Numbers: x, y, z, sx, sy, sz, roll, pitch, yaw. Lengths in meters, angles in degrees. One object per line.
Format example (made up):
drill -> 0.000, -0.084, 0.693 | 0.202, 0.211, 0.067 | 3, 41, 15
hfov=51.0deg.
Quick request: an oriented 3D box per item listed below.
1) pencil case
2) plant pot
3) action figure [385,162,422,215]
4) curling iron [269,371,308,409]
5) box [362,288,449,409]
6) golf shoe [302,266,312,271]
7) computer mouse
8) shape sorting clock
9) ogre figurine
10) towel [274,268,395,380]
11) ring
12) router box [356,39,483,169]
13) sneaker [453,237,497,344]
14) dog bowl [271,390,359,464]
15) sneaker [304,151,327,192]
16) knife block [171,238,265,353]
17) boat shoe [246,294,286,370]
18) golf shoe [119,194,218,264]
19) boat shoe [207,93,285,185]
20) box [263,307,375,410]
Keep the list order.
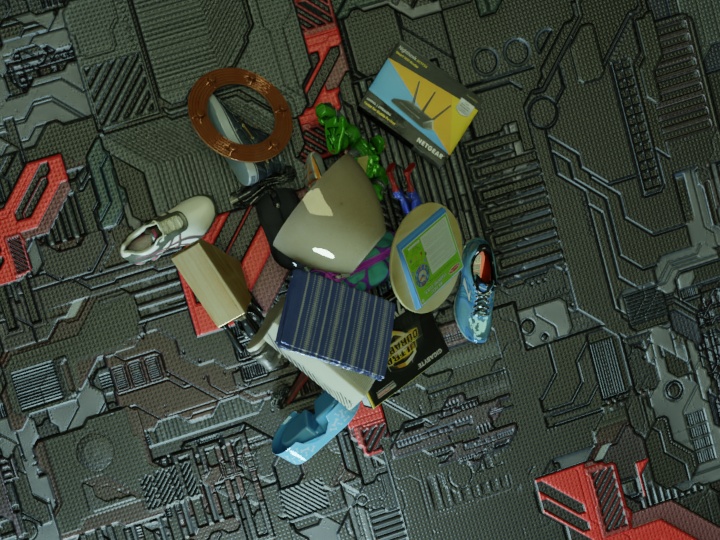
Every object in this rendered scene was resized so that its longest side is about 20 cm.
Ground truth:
pencil case -> 0.000, 0.000, 1.380 | 0.198, 0.092, 0.086 | -29, 85, -35
plant pot -> -0.034, -0.075, 1.272 | 0.134, 0.200, 0.201 | 40, 89, 0
action figure -> 0.111, -0.124, 1.424 | 0.064, 0.099, 0.203 | 7, 132, 32
curling iron -> -0.102, 0.189, 1.434 | 0.201, 0.049, 0.026 | -49, 62, 6
box -> 0.056, 0.133, 1.407 | 0.198, 0.049, 0.162 | -31, 99, -27
golf shoe -> -0.038, 0.041, 1.439 | 0.097, 0.078, 0.201 | -43, 101, -19
computer mouse -> -0.150, -0.096, 1.392 | 0.136, 0.053, 0.203 | -26, 74, -6
shape sorting clock -> 0.122, -0.023, 1.393 | 0.197, 0.039, 0.205 | -6, 99, -42
ogre figurine -> -0.007, -0.215, 1.388 | 0.199, 0.120, 0.099 | 38, 104, 12
towel -> -0.039, 0.091, 1.269 | 0.196, 0.024, 0.148 | 20, 62, -17
ring -> -0.216, -0.289, 1.376 | 0.196, 0.019, 0.205 | 11, 63, -21
router box -> 0.112, -0.314, 1.435 | 0.198, 0.051, 0.151 | 34, 88, -5
sneaker -> 0.222, 0.040, 1.438 | 0.076, 0.090, 0.206 | -2, 92, -5
dog bowl -> -0.080, 0.282, 1.412 | 0.199, 0.112, 0.050 | -42, 109, 7
sneaker -> -0.043, -0.133, 1.426 | 0.076, 0.078, 0.203 | -28, 98, -16
knife block -> -0.244, 0.057, 1.362 | 0.063, 0.200, 0.179 | -27, 65, 13
boat shoe -> -0.145, 0.105, 1.381 | 0.066, 0.201, 0.058 | -24, 110, 33
golf shoe -> -0.351, -0.072, 1.393 | 0.198, 0.088, 0.078 | -33, 93, -4
boat shoe -> -0.222, -0.253, 1.411 | 0.090, 0.071, 0.203 | -24, 76, -34
box -> -0.063, 0.139, 1.293 | 0.199, 0.069, 0.082 | 40, 50, 0
